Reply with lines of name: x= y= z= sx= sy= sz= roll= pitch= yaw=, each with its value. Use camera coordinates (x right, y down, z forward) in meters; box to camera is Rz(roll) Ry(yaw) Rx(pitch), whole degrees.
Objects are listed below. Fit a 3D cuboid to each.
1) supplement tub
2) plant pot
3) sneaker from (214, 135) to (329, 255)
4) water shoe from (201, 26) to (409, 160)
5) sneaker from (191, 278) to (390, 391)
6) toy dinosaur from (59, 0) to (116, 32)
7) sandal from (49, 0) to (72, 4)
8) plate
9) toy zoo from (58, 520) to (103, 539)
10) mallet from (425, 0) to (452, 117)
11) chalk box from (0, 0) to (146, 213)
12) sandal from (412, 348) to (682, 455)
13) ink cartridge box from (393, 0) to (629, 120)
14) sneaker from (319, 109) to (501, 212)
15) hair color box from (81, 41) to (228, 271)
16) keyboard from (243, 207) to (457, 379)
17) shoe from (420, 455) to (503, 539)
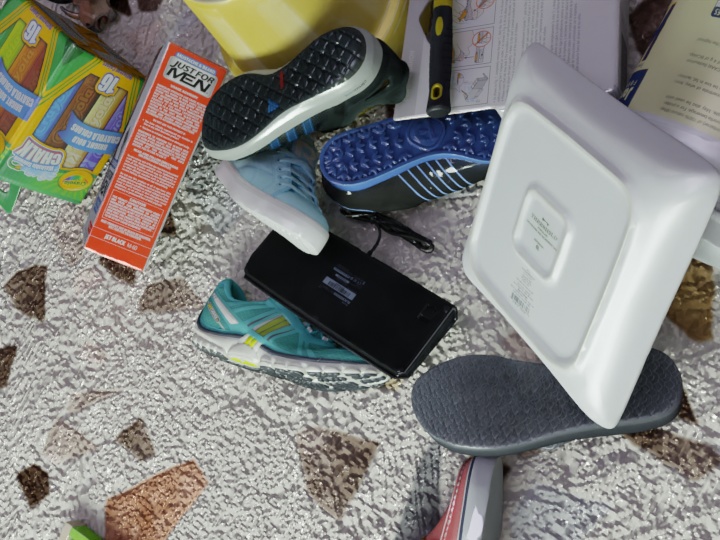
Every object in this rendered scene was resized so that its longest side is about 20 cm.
supplement tub: x=0.256 y=-0.113 z=0.608 sx=0.145 sy=0.145 sz=0.201 roll=30 pitch=94 yaw=28
plant pot: x=-0.064 y=-0.249 z=0.771 sx=0.200 sy=0.189 sz=0.202 roll=-5 pitch=79 yaw=27
sneaker: x=-0.068 y=-0.083 z=0.773 sx=0.082 sy=0.074 sz=0.200 roll=-53 pitch=36 yaw=4
water shoe: x=-0.049 y=-0.130 z=0.737 sx=0.199 sy=0.079 sz=0.072 roll=-15 pitch=68 yaw=39
sneaker: x=-0.062 y=0.055 z=0.780 sx=0.199 sy=0.077 sz=0.080 roll=14 pitch=78 yaw=28
toy dinosaur: x=-0.293 y=-0.376 z=0.965 sx=0.135 sy=0.086 sz=0.201 roll=-22 pitch=72 yaw=20
sandal: x=-0.337 y=-0.399 z=1.006 sx=0.043 sy=0.076 sz=0.202 roll=-2 pitch=78 yaw=53
plate: x=0.134 y=-0.025 z=0.613 sx=0.200 sy=0.032 sz=0.201 roll=53 pitch=142 yaw=45
toy zoo: x=-0.229 y=0.342 z=0.838 sx=0.199 sy=0.020 sz=0.132 roll=24 pitch=92 yaw=28
mallet: x=0.075 y=-0.215 z=0.710 sx=0.065 sy=0.041 sz=0.201 roll=-12 pitch=66 yaw=20
chalk box: x=-0.335 y=-0.157 z=0.926 sx=0.125 sy=0.124 sz=0.200 roll=40 pitch=99 yaw=27
sandal: x=0.137 y=0.104 z=0.674 sx=0.199 sy=0.043 sz=0.077 roll=-4 pitch=58 yaw=16
ink cartridge box: x=0.125 y=-0.205 z=0.723 sx=0.175 sy=0.045 sz=0.201 roll=-4 pitch=65 yaw=27
sneaker: x=0.065 y=-0.096 z=0.751 sx=0.199 sy=0.078 sz=0.071 roll=-11 pitch=71 yaw=3
hair color box: x=-0.199 y=-0.109 z=0.854 sx=0.201 sy=0.064 sz=0.111 roll=-66 pitch=20 yaw=1
keyboard: x=0.000 y=0.000 z=0.764 sx=0.200 sy=0.021 sz=0.127 roll=32 pitch=76 yaw=32
shoe: x=0.051 y=0.233 z=0.688 sx=0.090 sy=0.071 sz=0.202 roll=9 pitch=89 yaw=22
